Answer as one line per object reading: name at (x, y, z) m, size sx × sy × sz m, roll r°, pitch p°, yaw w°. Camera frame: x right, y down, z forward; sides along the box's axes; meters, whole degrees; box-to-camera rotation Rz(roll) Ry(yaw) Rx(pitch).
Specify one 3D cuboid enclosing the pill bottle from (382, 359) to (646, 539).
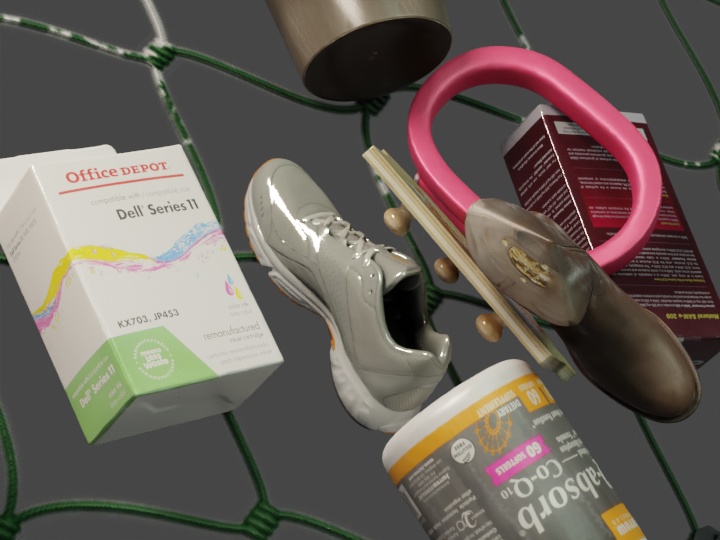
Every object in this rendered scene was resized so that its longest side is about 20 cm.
pill bottle at (0.110, 0.166, 1.251) m, size 0.116 × 0.116 × 0.201 m, roll -23°, pitch 73°, yaw -44°

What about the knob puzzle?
knob puzzle at (0.069, 0.003, 1.337) m, size 0.220 × 0.030 × 0.220 m, roll 48°, pitch 5°, yaw -5°

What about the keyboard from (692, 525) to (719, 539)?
keyboard at (0.259, 0.274, 1.349) m, size 0.127 × 0.021 × 0.201 m, roll 35°, pitch 46°, yaw -10°

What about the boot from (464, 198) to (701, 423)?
boot at (0.144, 0.029, 1.276) m, size 0.186 × 0.064 × 0.200 m, roll 44°, pitch 4°, yaw 8°

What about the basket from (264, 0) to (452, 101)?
basket at (-0.016, -0.236, 1.451) m, size 0.179 × 0.136 × 0.201 m, roll -2°, pitch 64°, yaw -32°

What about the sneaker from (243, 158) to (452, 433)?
sneaker at (0.000, 0.000, 1.310) m, size 0.075 × 0.092 × 0.201 m, roll -18°, pitch 70°, yaw -42°

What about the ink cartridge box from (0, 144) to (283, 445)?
ink cartridge box at (-0.145, -0.006, 1.226) m, size 0.116 × 0.067 × 0.201 m, roll -12°, pitch 66°, yaw -40°

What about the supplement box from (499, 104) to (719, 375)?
supplement box at (0.188, -0.022, 1.486) m, size 0.108 × 0.061 × 0.201 m, roll 2°, pitch 57°, yaw -34°

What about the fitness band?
fitness band at (0.124, -0.076, 1.440) m, size 0.143 × 0.038 × 0.200 m, roll -40°, pitch 69°, yaw -19°
